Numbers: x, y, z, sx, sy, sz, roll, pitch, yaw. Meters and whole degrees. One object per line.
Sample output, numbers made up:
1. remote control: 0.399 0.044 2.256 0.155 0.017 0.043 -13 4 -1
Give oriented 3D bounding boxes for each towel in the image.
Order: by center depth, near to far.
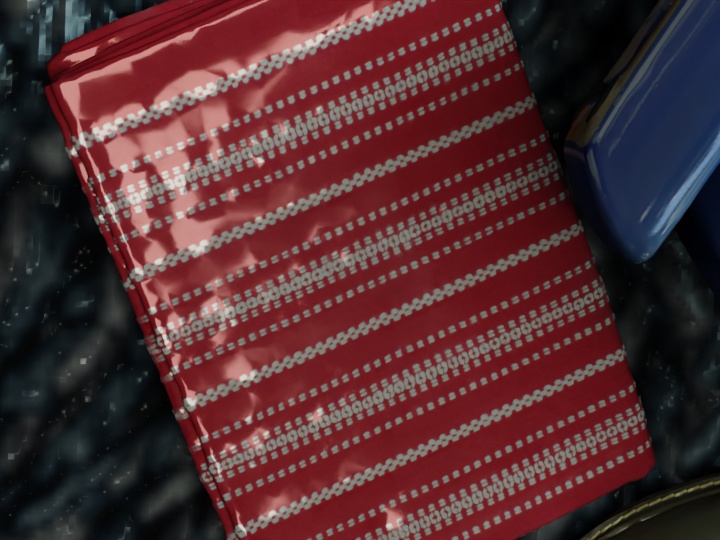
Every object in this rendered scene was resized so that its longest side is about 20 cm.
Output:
1. towel: 0.000 0.000 0.836 0.144 0.022 0.201 -24 105 -13

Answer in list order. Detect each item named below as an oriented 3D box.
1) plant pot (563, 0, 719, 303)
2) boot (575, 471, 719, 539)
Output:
1. plant pot: 0.171 -0.043 0.776 0.179 0.200 0.201 35 94 0
2. boot: 0.078 0.136 0.835 0.199 0.097 0.075 -35 105 -8
